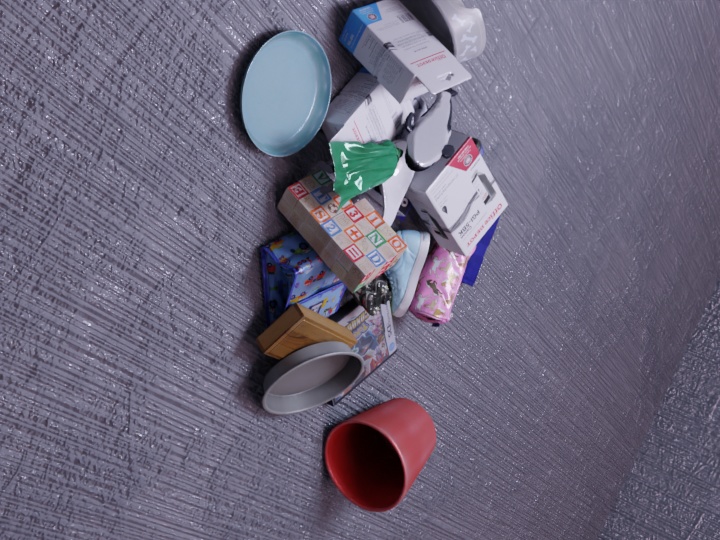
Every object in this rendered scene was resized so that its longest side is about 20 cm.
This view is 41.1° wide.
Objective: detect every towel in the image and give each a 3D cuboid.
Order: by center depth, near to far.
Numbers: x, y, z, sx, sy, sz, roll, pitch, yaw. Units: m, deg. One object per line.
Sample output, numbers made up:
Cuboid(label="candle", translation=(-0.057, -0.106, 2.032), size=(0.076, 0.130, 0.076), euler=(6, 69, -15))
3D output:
Cuboid(label="towel", translation=(0.232, -0.072, 2.071), size=(0.147, 0.049, 0.202), euler=(19, 93, -56))

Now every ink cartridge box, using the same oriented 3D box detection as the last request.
Cuboid(label="ink cartridge box", translation=(0.075, -0.355, 1.601), size=(0.116, 0.200, 0.068), euler=(-30, 162, -40))
Cuboid(label="ink cartridge box", translation=(0.000, -0.257, 1.673), size=(0.200, 0.068, 0.116), euler=(-51, 140, -22))
Cuboid(label="ink cartridge box", translation=(0.092, -0.211, 1.831), size=(0.200, 0.043, 0.199), euler=(34, 80, -54))
Cuboid(label="ink cartridge box", translation=(0.181, -0.148, 1.841), size=(0.147, 0.083, 0.200), euler=(-50, 133, -13))

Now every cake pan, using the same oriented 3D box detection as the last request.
Cuboid(label="cake pan", translation=(-0.090, 0.191, 1.727), size=(0.199, 0.037, 0.201), euler=(-21, 151, -12))

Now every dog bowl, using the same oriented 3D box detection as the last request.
Cuboid(label="dog bowl", translation=(0.127, -0.438, 1.650), size=(0.059, 0.200, 0.201), euler=(-38, 135, -13))

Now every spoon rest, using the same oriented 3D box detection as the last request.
Cuboid(label="spoon rest", translation=(0.048, -0.140, 1.732), size=(0.099, 0.060, 0.201), euler=(19, 96, -52))

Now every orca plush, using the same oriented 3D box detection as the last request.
Cuboid(label="orca plush", translation=(0.112, -0.250, 1.730), size=(0.104, 0.071, 0.202), euler=(19, 60, -23))

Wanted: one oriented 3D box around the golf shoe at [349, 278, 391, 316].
Cuboid(label="golf shoe", translation=(0.000, 0.000, 1.755), size=(0.077, 0.088, 0.201), euler=(-41, 147, -28))

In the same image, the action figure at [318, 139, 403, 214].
Cuboid(label="action figure", translation=(0.009, -0.177, 1.620), size=(0.199, 0.054, 0.119), euler=(-24, 121, -46))

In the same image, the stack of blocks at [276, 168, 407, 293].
Cuboid(label="stack of blocks", translation=(-0.031, -0.074, 1.619), size=(0.115, 0.200, 0.059), euler=(-34, 167, -39))

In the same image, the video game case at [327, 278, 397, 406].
Cuboid(label="video game case", translation=(-0.007, 0.141, 1.892), size=(0.200, 0.025, 0.182), euler=(-38, 133, -34))

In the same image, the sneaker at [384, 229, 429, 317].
Cuboid(label="sneaker", translation=(0.075, 0.001, 1.907), size=(0.074, 0.081, 0.201), euler=(-88, -168, -60))

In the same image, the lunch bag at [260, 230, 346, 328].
Cuboid(label="lunch bag", translation=(-0.098, 0.030, 1.694), size=(0.150, 0.094, 0.201), euler=(-29, 142, -38))

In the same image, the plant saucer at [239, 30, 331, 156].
Cuboid(label="plant saucer", translation=(-0.123, -0.285, 1.543), size=(0.199, 0.027, 0.202), euler=(-25, 125, -42))

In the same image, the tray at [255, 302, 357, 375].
Cuboid(label="tray", translation=(-0.092, 0.126, 1.707), size=(0.099, 0.037, 0.200), euler=(-43, 148, 10))

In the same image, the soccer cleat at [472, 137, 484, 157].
Cuboid(label="soccer cleat", translation=(0.190, -0.181, 1.951), size=(0.201, 0.064, 0.084), euler=(-53, 149, -17))

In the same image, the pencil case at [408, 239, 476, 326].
Cuboid(label="pencil case", translation=(0.168, 0.011, 1.944), size=(0.086, 0.083, 0.201), euler=(27, 74, -25))

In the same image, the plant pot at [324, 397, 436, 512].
Cuboid(label="plant pot", translation=(0.054, 0.359, 1.952), size=(0.177, 0.199, 0.202), euler=(-29, 128, -51))
